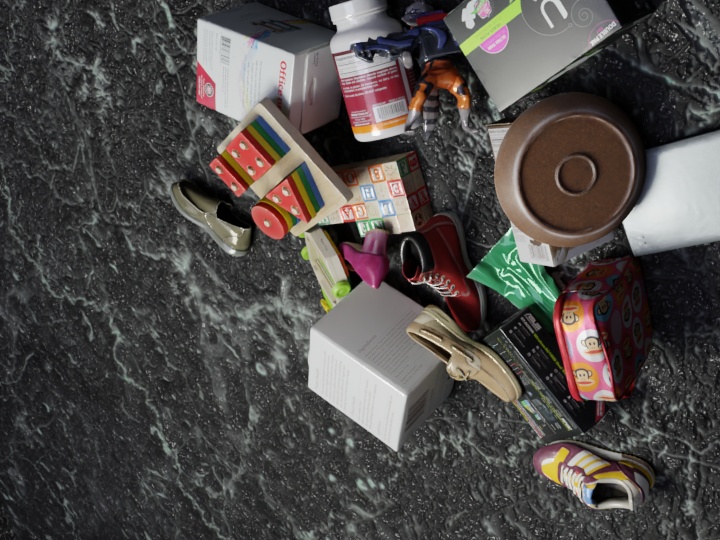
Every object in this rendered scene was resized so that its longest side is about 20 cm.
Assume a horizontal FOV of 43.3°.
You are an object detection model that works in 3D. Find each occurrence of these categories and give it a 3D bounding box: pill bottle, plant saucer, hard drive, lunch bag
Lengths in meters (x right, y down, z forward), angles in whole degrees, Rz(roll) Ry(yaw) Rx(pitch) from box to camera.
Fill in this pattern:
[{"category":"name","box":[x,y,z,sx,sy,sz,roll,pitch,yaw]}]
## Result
[{"category":"pill bottle","box":[0.020,-0.303,1.351,0.113,0.113,0.201,-3,110,40]},{"category":"plant saucer","box":[0.273,-0.125,1.163,0.199,0.034,0.201,-1,103,-3]},{"category":"hard drive","box":[0.430,-0.103,1.175,0.199,0.033,0.140,-13,103,42]},{"category":"lunch bag","box":[0.339,0.087,1.234,0.082,0.200,0.177,-7,107,36]}]

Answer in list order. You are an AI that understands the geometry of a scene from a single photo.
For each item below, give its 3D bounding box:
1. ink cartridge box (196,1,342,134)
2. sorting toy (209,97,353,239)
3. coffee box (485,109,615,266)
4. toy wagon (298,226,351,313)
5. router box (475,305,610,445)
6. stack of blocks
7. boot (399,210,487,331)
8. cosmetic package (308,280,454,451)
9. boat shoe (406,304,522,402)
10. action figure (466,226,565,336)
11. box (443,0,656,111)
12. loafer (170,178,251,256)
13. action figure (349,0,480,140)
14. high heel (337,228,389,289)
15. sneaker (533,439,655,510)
[{"category":"ink cartridge box","box":[-0.142,-0.321,1.450,0.199,0.144,0.146,27,128,26]},{"category":"sorting toy","box":[-0.138,-0.141,1.430,0.199,0.070,0.200,48,150,-9]},{"category":"coffee box","box":[0.260,-0.121,1.238,0.080,0.114,0.201,13,122,63]},{"category":"toy wagon","box":[-0.057,0.010,1.589,0.155,0.039,0.200,58,167,31]},{"category":"router box","box":[0.268,0.163,1.383,0.200,0.062,0.150,52,161,6]},{"category":"stack of blocks","box":[0.012,-0.119,1.489,0.199,0.059,0.116,-4,109,40]},{"category":"boot","box":[0.123,0.024,1.413,0.072,0.144,0.201,-8,108,39]},{"category":"cosmetic package","box":[0.039,0.151,1.510,0.200,0.166,0.168,33,144,22]},{"category":"boat shoe","box":[0.158,0.140,1.394,0.200,0.064,0.071,40,158,18]},{"category":"action figure","box":[0.270,0.035,1.362,0.200,0.055,0.118,43,131,4]},{"category":"box","box":[0.238,-0.325,1.155,0.200,0.124,0.149,-32,90,43]},{"category":"loafer","box":[-0.277,-0.113,1.728,0.200,0.075,0.070,40,120,10]},{"category":"action figure","box":[0.079,-0.288,1.291,0.105,0.199,0.195,169,96,-80]},{"category":"high heel","box":[0.000,0.000,1.504,0.200,0.067,0.096,156,125,-64]},{"category":"sneaker","box":[0.350,0.322,1.418,0.199,0.090,0.075,0,112,39]}]
